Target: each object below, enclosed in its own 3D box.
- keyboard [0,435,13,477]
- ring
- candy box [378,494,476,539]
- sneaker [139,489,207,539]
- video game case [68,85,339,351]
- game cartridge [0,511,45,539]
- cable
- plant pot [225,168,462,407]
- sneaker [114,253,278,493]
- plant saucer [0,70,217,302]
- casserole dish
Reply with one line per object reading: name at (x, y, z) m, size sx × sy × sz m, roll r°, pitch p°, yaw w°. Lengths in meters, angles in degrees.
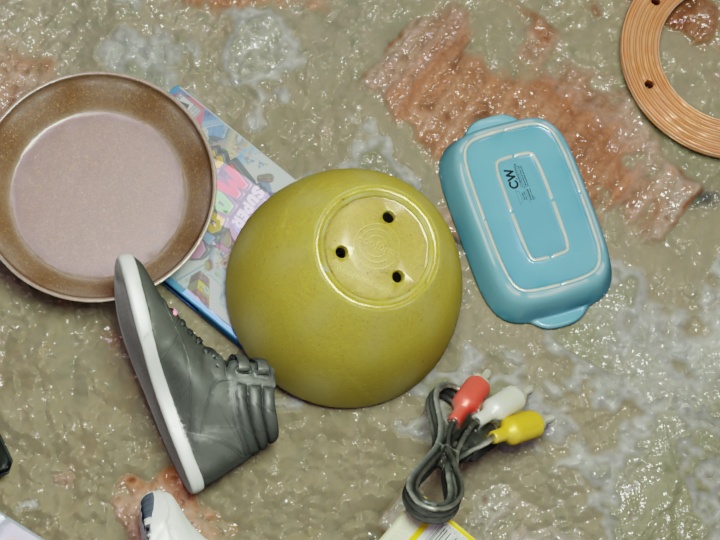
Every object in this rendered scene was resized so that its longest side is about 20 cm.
keyboard at (-0.368, 0.098, 1.687) m, size 0.104 × 0.040 × 0.200 m, roll -18°, pitch 67°, yaw -31°
ring at (0.328, -0.190, 1.861) m, size 0.200 × 0.019 × 0.201 m, roll 2°, pitch 70°, yaw -6°
candy box at (0.089, 0.271, 1.590) m, size 0.200 × 0.026 × 0.102 m, roll 39°, pitch 69°, yaw 11°
sneaker at (-0.085, 0.247, 1.634) m, size 0.129 × 0.080 × 0.200 m, roll -24°, pitch 75°, yaw -14°
video game case at (-0.126, -0.046, 1.765) m, size 0.200 × 0.018 × 0.143 m, roll 39°, pitch 71°, yaw 8°
game cartridge at (-0.263, 0.279, 1.629) m, size 0.200 × 0.042 × 0.133 m, roll 31°, pitch 66°, yaw 5°
cable at (0.077, 0.130, 1.661) m, size 0.097 × 0.050 × 0.200 m, roll 33°, pitch 28°, yaw 16°
plant pot at (0.000, 0.000, 1.682) m, size 0.199 × 0.142 × 0.201 m, roll 3°, pitch 76°, yaw -12°
sneaker at (-0.129, 0.070, 1.682) m, size 0.099 × 0.071 × 0.201 m, roll -22°, pitch 96°, yaw -15°
plant saucer at (-0.219, -0.066, 1.734) m, size 0.200 × 0.037 × 0.201 m, roll 1°, pitch 73°, yaw -3°
casserole dish at (0.144, -0.049, 1.783) m, size 0.121 × 0.039 × 0.200 m, roll -15°, pitch 72°, yaw -11°
